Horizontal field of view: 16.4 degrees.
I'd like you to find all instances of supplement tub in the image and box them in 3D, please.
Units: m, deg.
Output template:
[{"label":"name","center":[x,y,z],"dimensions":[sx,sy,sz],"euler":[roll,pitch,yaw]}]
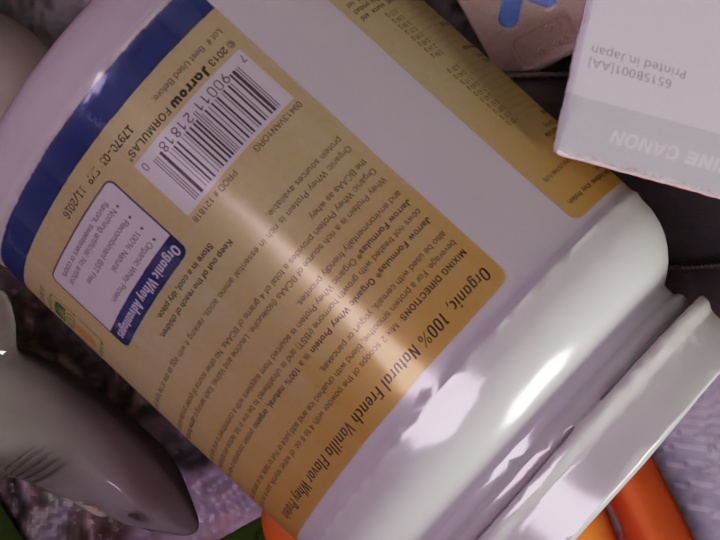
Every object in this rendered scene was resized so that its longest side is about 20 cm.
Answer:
[{"label":"supplement tub","center":[0.000,0.000,0.741],"dimensions":[0.200,0.144,0.145],"euler":[43,112,7]}]

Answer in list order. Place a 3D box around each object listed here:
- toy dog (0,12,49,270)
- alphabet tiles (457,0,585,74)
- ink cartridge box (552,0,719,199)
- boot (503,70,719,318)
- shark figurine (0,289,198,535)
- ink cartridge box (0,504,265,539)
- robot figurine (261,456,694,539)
[{"label":"toy dog","center":[-0.157,-0.093,0.819],"dimensions":[0.193,0.140,0.201],"euler":[-21,113,-11]},{"label":"alphabet tiles","center":[0.054,-0.166,0.795],"dimensions":[0.199,0.015,0.196],"euler":[-25,110,12]},{"label":"ink cartridge box","center":[0.163,-0.087,0.746],"dimensions":[0.199,0.044,0.174],"euler":[15,78,-5]},{"label":"boot","center":[0.144,0.011,0.833],"dimensions":[0.199,0.073,0.183],"euler":[-7,105,9]},{"label":"shark figurine","center":[-0.155,0.042,0.832],"dimensions":[0.090,0.214,0.128],"euler":[-52,59,39]},{"label":"ink cartridge box","center":[-0.138,0.126,0.881],"dimensions":[0.199,0.148,0.076],"euler":[-28,102,17]},{"label":"robot figurine","center":[0.037,0.117,0.865],"dimensions":[0.116,0.144,0.201],"euler":[-11,110,37]}]
